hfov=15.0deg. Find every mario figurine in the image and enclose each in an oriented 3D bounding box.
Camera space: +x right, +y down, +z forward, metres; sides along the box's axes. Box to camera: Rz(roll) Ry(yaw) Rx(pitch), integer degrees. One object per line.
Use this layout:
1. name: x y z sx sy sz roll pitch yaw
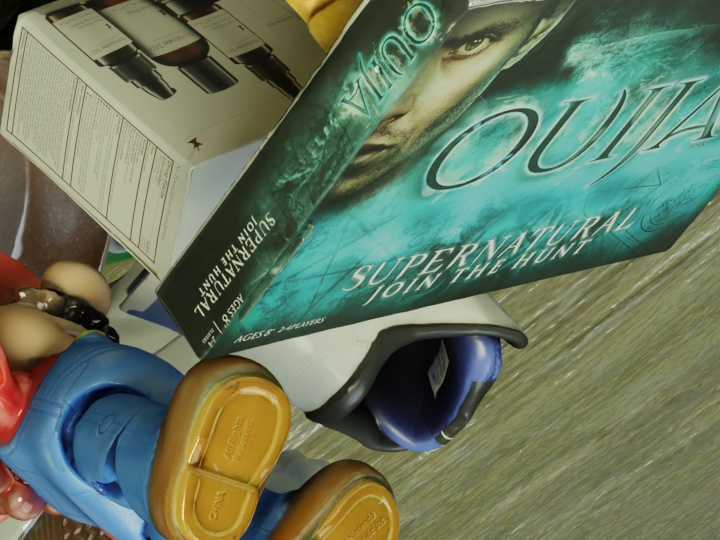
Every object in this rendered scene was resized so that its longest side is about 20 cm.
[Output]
1. mario figurine: -0.072 0.030 0.786 0.106 0.200 0.124 -23 114 -35

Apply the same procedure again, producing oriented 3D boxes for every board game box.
1. board game box: 0.053 -0.043 0.725 0.200 0.028 0.135 -13 150 -46

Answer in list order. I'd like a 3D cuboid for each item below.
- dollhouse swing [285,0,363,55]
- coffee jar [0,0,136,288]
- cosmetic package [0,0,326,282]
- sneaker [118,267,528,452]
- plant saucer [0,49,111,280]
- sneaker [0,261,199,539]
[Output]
1. dollhouse swing: 0.030 -0.162 0.758 0.176 0.200 0.182 -39 159 8
2. coffee jar: -0.086 -0.062 0.962 0.200 0.085 0.104 -45 169 26
3. cosmetic package: -0.005 -0.067 0.839 0.200 0.083 0.051 -25 145 -38
4. sneaker: 0.000 0.000 0.911 0.081 0.115 0.199 -44 -174 27
5. plant saucer: -0.158 0.012 0.862 0.200 0.034 0.201 -41 152 -28
6. sneaker: -0.080 0.031 1.043 0.200 0.085 0.073 -46 146 -16
